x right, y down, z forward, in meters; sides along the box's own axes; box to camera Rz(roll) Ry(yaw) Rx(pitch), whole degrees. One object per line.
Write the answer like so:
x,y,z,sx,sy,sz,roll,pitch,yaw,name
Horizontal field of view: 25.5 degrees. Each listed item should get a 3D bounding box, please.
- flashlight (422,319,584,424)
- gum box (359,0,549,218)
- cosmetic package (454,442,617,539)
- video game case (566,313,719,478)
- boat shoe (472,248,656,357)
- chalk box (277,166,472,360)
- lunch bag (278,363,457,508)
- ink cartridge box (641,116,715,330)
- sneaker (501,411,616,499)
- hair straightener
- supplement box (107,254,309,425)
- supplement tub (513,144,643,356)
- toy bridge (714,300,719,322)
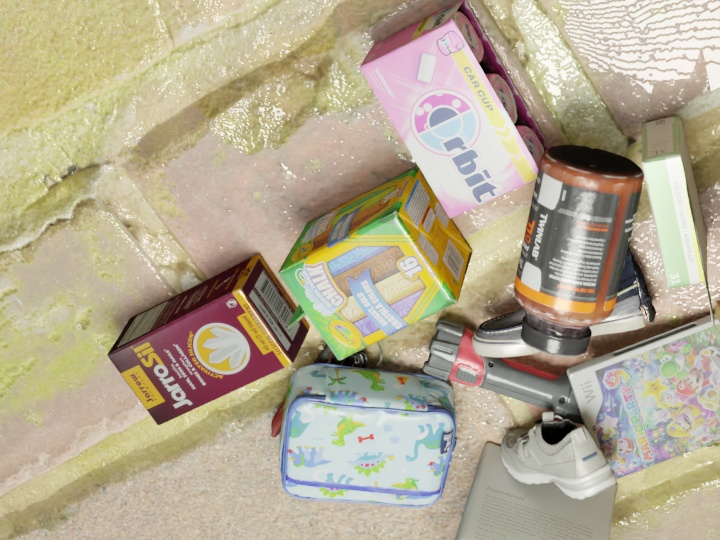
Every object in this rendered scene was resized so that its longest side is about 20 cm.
0.171,0.113,1.769,0.199,0.068,0.068,17,87,0,flashlight
0.102,-0.160,1.633,0.113,0.066,0.201,-23,110,26,gum box
0.183,0.335,1.802,0.165,0.200,0.168,17,121,5,cosmetic package
0.337,0.135,1.723,0.199,0.018,0.144,-20,113,2,video game case
0.210,0.027,1.704,0.199,0.075,0.093,-14,109,5,boat shoe
0.000,0.000,1.714,0.199,0.125,0.124,-26,109,24,chalk box
0.008,0.194,1.820,0.199,0.083,0.162,7,125,-6,lunch bag
0.311,-0.047,1.564,0.048,0.200,0.146,-10,115,16,ink cartridge box
0.214,0.189,1.748,0.074,0.200,0.082,-22,100,-22,sneaker
-0.029,0.128,1.848,0.077,0.041,0.201,23,117,-16,hair straightener
-0.174,0.081,1.823,0.199,0.086,0.111,-26,109,25,supplement box
0.214,-0.018,1.602,0.106,0.107,0.201,13,108,7,supplement tub
0.409,-0.041,1.635,0.067,0.027,0.201,-1,113,-4,toy bridge
